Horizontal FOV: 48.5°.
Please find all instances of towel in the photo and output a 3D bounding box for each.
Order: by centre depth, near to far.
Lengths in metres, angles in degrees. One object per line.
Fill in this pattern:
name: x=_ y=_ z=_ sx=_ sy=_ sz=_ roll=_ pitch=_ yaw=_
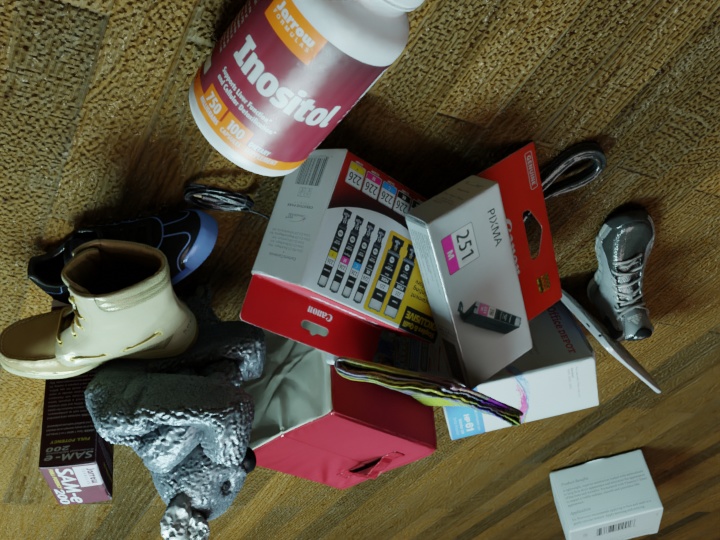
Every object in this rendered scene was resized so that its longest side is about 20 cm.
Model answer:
towel: x=0.075 y=0.130 z=0.849 sx=0.142 sy=0.023 sz=0.199 roll=7 pitch=166 yaw=36

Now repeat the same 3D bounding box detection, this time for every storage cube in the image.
storage cube: x=-0.032 y=0.147 z=0.984 sx=0.170 sy=0.202 sz=0.179 roll=-30 pitch=138 yaw=33

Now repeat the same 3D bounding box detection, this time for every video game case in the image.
video game case: x=0.053 y=0.050 z=0.929 sx=0.198 sy=0.145 sz=0.018 roll=14 pitch=165 yaw=-33

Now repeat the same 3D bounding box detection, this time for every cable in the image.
cable: x=0.176 y=-0.078 z=0.887 sx=0.096 sy=0.051 sz=0.201 roll=28 pitch=119 yaw=-21

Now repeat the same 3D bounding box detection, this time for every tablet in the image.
tablet: x=0.336 y=0.093 z=1.083 sx=0.014 sy=0.131 sz=0.199 roll=-45 pitch=137 yaw=12

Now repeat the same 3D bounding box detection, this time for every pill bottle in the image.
pill bottle: x=-0.037 y=-0.173 z=0.604 sx=0.112 sy=0.114 sz=0.200 roll=17 pitch=136 yaw=-35

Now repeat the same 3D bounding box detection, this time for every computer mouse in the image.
computer mouse: x=-0.086 y=-0.061 z=0.828 sx=0.198 sy=0.034 sz=0.058 roll=17 pitch=157 yaw=-28

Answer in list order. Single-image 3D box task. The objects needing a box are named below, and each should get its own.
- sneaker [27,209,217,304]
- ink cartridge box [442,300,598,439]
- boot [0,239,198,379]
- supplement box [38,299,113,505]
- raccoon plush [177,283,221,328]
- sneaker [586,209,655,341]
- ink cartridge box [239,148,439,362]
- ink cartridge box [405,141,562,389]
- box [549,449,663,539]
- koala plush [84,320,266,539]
sneaker: x=-0.241 y=-0.016 z=0.803 sx=0.198 sy=0.071 sz=0.078 roll=-24 pitch=150 yaw=17
ink cartridge box: x=0.198 y=0.128 z=1.059 sx=0.197 sy=0.145 sz=0.085 roll=-15 pitch=118 yaw=4
boot: x=-0.265 y=0.038 z=0.757 sx=0.197 sy=0.074 sz=0.156 roll=-5 pitch=152 yaw=-3
supplement box: x=-0.311 y=0.143 z=0.891 sx=0.060 sy=0.202 sz=0.109 roll=-4 pitch=145 yaw=-10
raccoon plush: x=-0.205 y=0.082 z=0.974 sx=0.133 sy=0.097 sz=0.200 roll=-32 pitch=173 yaw=6
sneaker: x=0.338 y=0.022 z=0.989 sx=0.074 sy=0.117 sz=0.201 roll=-12 pitch=146 yaw=1
ink cartridge box: x=0.000 y=0.000 z=0.797 sx=0.199 sy=0.178 sz=0.083 roll=25 pitch=171 yaw=-42
ink cartridge box: x=0.145 y=-0.005 z=0.822 sx=0.172 sy=0.043 sz=0.202 roll=-30 pitch=120 yaw=-21
box: x=0.518 y=0.493 z=1.697 sx=0.197 sy=0.132 sz=0.201 roll=-16 pitch=146 yaw=7
koala plush: x=-0.182 y=0.183 z=0.851 sx=0.181 sy=0.178 sz=0.202 roll=-5 pitch=118 yaw=3
